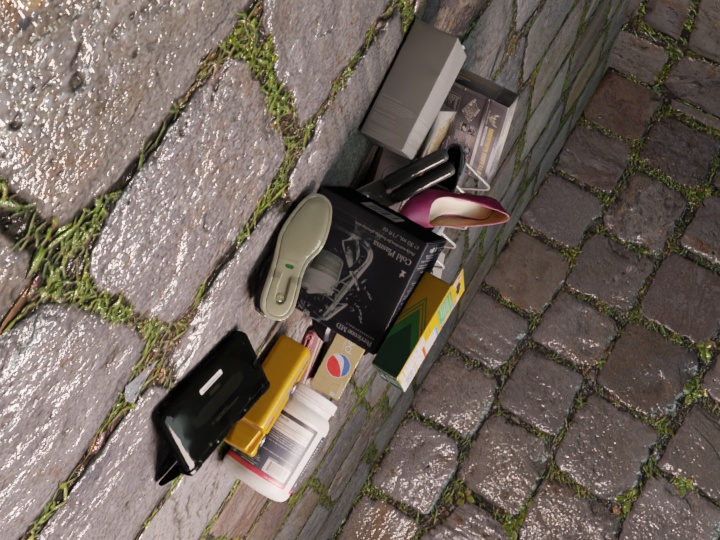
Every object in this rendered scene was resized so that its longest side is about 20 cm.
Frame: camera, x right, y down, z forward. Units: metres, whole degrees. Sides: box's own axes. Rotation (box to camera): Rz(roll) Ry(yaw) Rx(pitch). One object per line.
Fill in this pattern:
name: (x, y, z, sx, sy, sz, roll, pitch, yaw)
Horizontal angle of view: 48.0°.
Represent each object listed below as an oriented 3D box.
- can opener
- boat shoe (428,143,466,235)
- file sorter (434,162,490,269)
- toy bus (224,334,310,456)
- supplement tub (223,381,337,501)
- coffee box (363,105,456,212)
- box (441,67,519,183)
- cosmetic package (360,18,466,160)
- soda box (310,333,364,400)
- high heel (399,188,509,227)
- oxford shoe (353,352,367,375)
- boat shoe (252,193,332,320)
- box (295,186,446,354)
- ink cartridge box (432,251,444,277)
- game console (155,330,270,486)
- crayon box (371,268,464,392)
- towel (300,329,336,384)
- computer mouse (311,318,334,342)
can opener: (0.063, -0.148, 1.382, 0.199, 0.054, 0.067, -26, -162, 10)
boat shoe: (0.138, -0.136, 1.460, 0.201, 0.071, 0.068, -63, 170, -8)
file sorter: (0.142, -0.121, 1.594, 0.124, 0.139, 0.201, 37, 78, -30)
toy bus: (-0.161, 0.217, 1.398, 0.201, 0.065, 0.078, -59, 172, -22)
supplement tub: (-0.146, 0.306, 1.487, 0.201, 0.140, 0.140, -58, 165, -12)
coffee box: (0.086, -0.209, 1.450, 0.201, 0.079, 0.114, -66, 165, 17)
box: (0.205, -0.284, 1.561, 0.048, 0.158, 0.201, -51, 161, -34)
cosmetic package: (0.088, -0.289, 1.313, 0.201, 0.090, 0.107, -65, 166, 3)
soda box: (-0.025, 0.156, 1.640, 0.201, 0.067, 0.064, -62, 177, 9)
high heel: (0.162, -0.096, 1.388, 0.199, 0.096, 0.068, -6, 115, -40)
oxford shoe: (0.004, 0.136, 1.730, 0.073, 0.084, 0.201, 78, 35, -69)
boat shoe: (-0.106, -0.025, 1.215, 0.201, 0.072, 0.068, -66, -158, -7)
box: (0.000, -0.005, 1.303, 0.198, 0.199, 0.124, -65, 163, 14)
ink cartridge box: (0.104, 0.055, 1.783, 0.146, 0.084, 0.201, -45, -155, 51)
game console: (-0.244, 0.210, 1.235, 0.200, 0.116, 0.177, -49, 131, -40)
crayon box: (0.095, 0.087, 1.292, 0.201, 0.051, 0.126, -58, 164, -11)
towel: (-0.084, 0.160, 1.665, 0.200, 0.023, 0.145, -30, 143, -66)
computer mouse: (-0.050, 0.054, 1.543, 0.200, 0.052, 0.139, -61, 171, -47)
